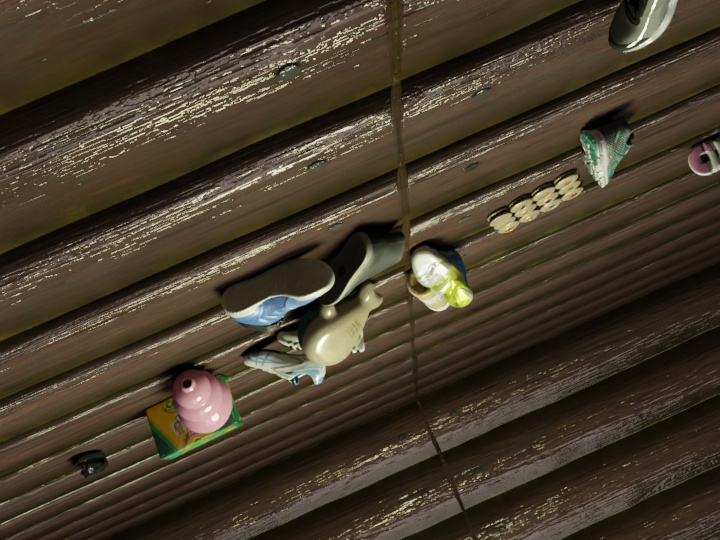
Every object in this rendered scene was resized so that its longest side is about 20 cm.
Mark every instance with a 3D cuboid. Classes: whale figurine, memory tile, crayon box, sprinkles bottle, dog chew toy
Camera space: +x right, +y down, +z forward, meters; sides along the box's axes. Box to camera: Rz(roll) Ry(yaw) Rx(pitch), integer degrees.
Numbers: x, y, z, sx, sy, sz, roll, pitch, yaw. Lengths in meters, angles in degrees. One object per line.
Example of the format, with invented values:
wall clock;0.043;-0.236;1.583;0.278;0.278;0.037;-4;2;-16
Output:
whale figurine;-0.047;0.098;1.749;0.200;0.104;0.159;-46;137;-4
memory tile;0.356;-0.134;1.712;0.197;0.017;0.153;-28;163;14
crayon box;-0.380;0.336;1.935;0.197;0.121;0.058;-26;163;6
sprinkles bottle;0.155;0.042;1.873;0.067;0.069;0.200;-26;163;10
dog chew toy;-0.345;0.270;1.801;0.122;0.127;0.201;-22;155;-5

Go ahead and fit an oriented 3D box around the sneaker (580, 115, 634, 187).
sneaker;0.448;-0.213;1.509;0.090;0.079;0.200;-30;164;8

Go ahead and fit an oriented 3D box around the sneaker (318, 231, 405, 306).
sneaker;0.000;0.000;1.519;0.104;0.076;0.200;-7;155;-38

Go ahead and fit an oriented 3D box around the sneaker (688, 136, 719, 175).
sneaker;0.809;-0.266;1.850;0.196;0.082;0.088;-22;171;11

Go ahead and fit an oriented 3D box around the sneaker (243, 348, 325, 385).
sneaker;-0.168;0.208;1.827;0.195;0.075;0.072;3;175;22

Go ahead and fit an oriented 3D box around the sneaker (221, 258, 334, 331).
sneaker;-0.134;0.046;1.466;0.196;0.078;0.112;-20;157;0

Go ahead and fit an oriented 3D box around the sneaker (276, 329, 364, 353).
sneaker;-0.086;0.137;1.835;0.195;0.083;0.075;3;177;-17

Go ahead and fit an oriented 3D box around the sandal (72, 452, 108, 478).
sandal;-0.672;0.497;2.138;0.074;0.049;0.201;-21;163;-10

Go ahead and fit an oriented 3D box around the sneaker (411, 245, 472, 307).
sneaker;0.162;-0.010;1.742;0.074;0.107;0.200;-23;135;22

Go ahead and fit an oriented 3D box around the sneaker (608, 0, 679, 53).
sneaker;0.345;-0.342;0.996;0.077;0.075;0.201;-6;151;-23
